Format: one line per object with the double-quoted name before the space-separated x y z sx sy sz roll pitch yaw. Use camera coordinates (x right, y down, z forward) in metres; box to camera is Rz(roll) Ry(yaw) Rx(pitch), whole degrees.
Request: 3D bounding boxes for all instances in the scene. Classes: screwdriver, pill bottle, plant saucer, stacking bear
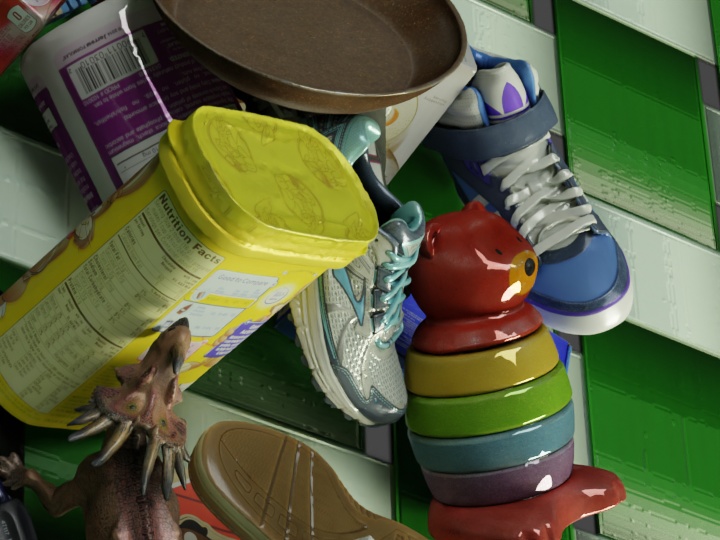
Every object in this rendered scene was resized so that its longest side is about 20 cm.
"screwdriver" -0.213 0.091 1.515 0.028 0.029 0.200 -12 77 -65
"pill bottle" -0.117 -0.064 1.687 0.112 0.112 0.200 -24 87 -48
"plant saucer" -0.036 -0.148 1.656 0.200 0.037 0.201 12 34 -8
"stacking bear" 0.078 0.060 1.707 0.121 0.114 0.201 -24 107 -48

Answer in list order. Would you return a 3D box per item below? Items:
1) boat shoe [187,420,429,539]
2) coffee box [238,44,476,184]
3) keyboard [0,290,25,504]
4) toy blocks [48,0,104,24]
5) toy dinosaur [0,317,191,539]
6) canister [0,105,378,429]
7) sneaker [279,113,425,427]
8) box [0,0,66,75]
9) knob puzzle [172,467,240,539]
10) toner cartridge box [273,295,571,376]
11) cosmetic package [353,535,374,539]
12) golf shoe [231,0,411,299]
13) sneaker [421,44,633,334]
"boat shoe" -0.033 0.155 1.580 0.200 0.064 0.071 39 46 -31
"coffee box" -0.041 -0.147 1.810 0.200 0.114 0.080 20 35 -30
"keyboard" -0.232 0.087 1.553 0.104 0.040 0.200 41 35 -45
"toy blocks" -0.228 -0.201 1.728 0.200 0.100 0.137 -32 94 -49
"toy dinosaur" -0.122 0.138 1.499 0.086 0.135 0.201 -11 79 -31
"canister" -0.108 0.004 1.563 0.148 0.200 0.087 7 48 -55
"sneaker" 0.000 0.000 1.647 0.078 0.086 0.200 -58 132 -64
"box" -0.242 -0.145 1.579 0.100 0.200 0.096 41 43 -9
"knob puzzle" -0.065 0.191 1.610 0.219 0.030 0.220 22 49 -27
"toner cartridge box" 0.043 0.043 1.804 0.200 0.043 0.095 32 45 -18
"cosmetic package" 0.015 0.246 1.537 0.200 0.107 0.085 49 41 -30
"golf shoe" -0.008 -0.075 1.723 0.088 0.077 0.200 -32 97 -14
"sneaker" 0.107 -0.064 1.832 0.080 0.147 0.200 -26 47 -9
